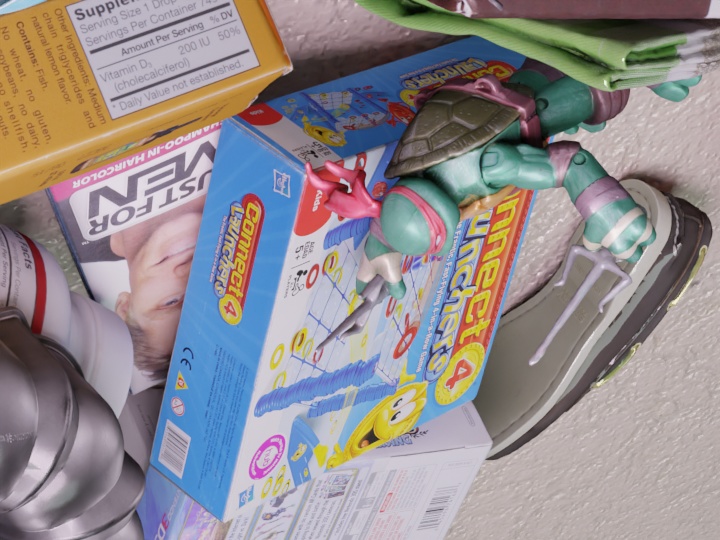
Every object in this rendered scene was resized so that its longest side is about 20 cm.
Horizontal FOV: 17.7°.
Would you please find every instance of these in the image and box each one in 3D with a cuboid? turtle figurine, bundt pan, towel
[{"bbox_3d":[0.062,-0.040,1.006,0.200,0.149,0.101,-45,125,-38],"label":"turtle figurine"},{"bbox_3d":[-0.170,0.116,0.954,0.201,0.076,0.204,-16,115,-36],"label":"bundt pan"},{"bbox_3d":[0.108,-0.108,0.966,0.199,0.149,0.031,-15,118,-46],"label":"towel"}]

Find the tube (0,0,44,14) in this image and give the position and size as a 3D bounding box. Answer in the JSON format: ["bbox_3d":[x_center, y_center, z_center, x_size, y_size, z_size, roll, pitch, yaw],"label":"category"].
[{"bbox_3d":[-0.095,-0.134,0.871,0.077,0.200,0.051,-29,108,11],"label":"tube"}]

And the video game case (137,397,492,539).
[{"bbox_3d":[-0.044,0.153,1.254,0.180,0.046,0.201,-6,138,-30],"label":"video game case"}]

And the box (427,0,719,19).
[{"bbox_3d":[0.085,-0.196,0.898,0.199,0.164,0.167,-4,111,-33],"label":"box"}]

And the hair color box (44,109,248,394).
[{"bbox_3d":[-0.095,-0.034,1.100,0.099,0.061,0.201,-24,144,-7],"label":"hair color box"}]

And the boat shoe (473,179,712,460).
[{"bbox_3d":[0.126,0.038,1.329,0.060,0.072,0.202,16,122,-40],"label":"boat shoe"}]

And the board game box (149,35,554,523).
[{"bbox_3d":[0.000,0.000,1.128,0.195,0.056,0.201,-22,137,-44],"label":"board game box"}]

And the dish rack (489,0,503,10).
[{"bbox_3d":[-0.030,-0.160,0.768,0.055,0.200,0.153,-44,146,-2],"label":"dish rack"}]

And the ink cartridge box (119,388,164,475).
[{"bbox_3d":[-0.072,0.133,1.310,0.199,0.068,0.115,8,130,-40],"label":"ink cartridge box"}]

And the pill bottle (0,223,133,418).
[{"bbox_3d":[-0.202,0.021,1.021,0.199,0.113,0.112,28,116,-37],"label":"pill bottle"}]

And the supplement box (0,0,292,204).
[{"bbox_3d":[-0.132,-0.070,0.943,0.199,0.069,0.066,-20,177,-24],"label":"supplement box"}]
